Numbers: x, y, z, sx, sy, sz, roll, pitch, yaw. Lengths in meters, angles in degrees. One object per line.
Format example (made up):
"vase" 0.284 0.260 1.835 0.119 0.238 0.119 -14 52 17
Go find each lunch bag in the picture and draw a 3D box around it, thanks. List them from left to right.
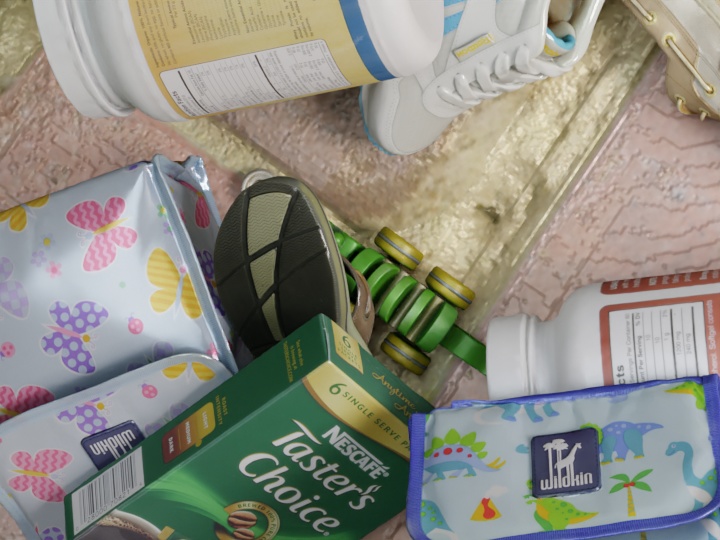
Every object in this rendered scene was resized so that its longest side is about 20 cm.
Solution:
"lunch bag" -0.145 0.051 1.357 0.169 0.127 0.201 -18 90 11
"lunch bag" 0.115 0.157 1.193 0.169 0.128 0.201 -7 68 8

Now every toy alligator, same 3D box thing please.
"toy alligator" 0.000 0.000 1.363 0.200 0.054 0.059 37 92 15

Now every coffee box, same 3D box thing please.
"coffee box" -0.056 0.120 1.310 0.200 0.123 0.044 -35 35 19

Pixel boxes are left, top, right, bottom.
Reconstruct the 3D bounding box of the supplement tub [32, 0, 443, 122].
"supplement tub" -0.066 -0.161 1.271 0.199 0.145 0.146 -10 81 14

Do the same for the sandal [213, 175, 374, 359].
"sandal" -0.025 0.030 1.329 0.079 0.057 0.202 -2 126 27

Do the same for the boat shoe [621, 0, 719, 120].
"boat shoe" 0.202 -0.121 1.330 0.069 0.074 0.201 -39 75 30

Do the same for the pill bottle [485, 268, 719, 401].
"pill bottle" 0.174 0.058 1.286 0.199 0.112 0.113 -6 81 13

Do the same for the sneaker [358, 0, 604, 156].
"sneaker" 0.075 -0.134 1.327 0.200 0.076 0.081 -49 58 24
